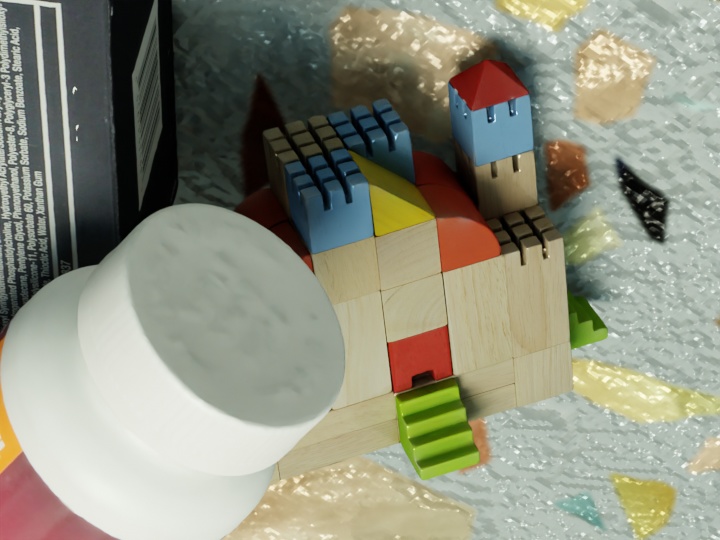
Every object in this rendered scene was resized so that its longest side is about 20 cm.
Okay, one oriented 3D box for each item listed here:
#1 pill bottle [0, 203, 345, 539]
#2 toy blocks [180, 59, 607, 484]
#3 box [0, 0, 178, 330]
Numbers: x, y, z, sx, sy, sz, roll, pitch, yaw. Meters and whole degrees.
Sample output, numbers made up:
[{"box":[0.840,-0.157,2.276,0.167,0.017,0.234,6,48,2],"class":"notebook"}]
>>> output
[{"box":[-0.098,0.067,1.018,0.109,0.110,0.200,32,132,-17],"class":"pill bottle"},{"box":[0.000,0.000,1.087,0.199,0.100,0.137,-17,127,-12],"class":"toy blocks"},{"box":[-0.175,-0.078,1.054,0.197,0.124,0.201,6,134,4],"class":"box"}]
